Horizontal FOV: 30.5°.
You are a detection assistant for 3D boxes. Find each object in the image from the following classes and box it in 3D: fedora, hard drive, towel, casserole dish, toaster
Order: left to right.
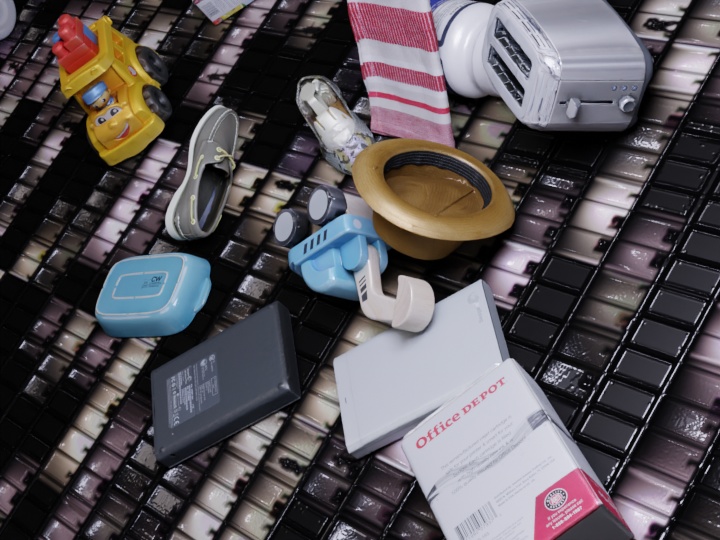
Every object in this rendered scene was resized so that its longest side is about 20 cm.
[{"bbox_3d":[-0.287,0.029,1.784,0.200,0.039,0.121,-3,58,37],"label":"casserole dish"},{"bbox_3d":[-0.167,0.137,1.606,0.200,0.033,0.140,-29,45,20],"label":"hard drive"},{"bbox_3d":[0.048,-0.247,1.609,0.023,0.200,0.144,-30,32,-31],"label":"towel"},{"bbox_3d":[0.065,0.108,1.442,0.200,0.026,0.132,-30,45,20],"label":"hard drive"},{"bbox_3d":[0.075,-0.070,1.489,0.201,0.200,0.082,-112,35,-45],"label":"fedora"},{"bbox_3d":[0.221,-0.236,1.459,0.129,0.114,0.200,-6,45,-20],"label":"toaster"}]

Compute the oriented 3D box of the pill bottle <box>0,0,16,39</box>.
[{"bbox_3d":[-0.757,-0.474,2.489,0.200,0.120,0.120,-6,56,37],"label":"pill bottle"}]

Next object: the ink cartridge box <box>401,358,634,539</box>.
[{"bbox_3d":[0.144,0.206,1.259,0.145,0.083,0.200,-39,42,10],"label":"ink cartridge box"}]

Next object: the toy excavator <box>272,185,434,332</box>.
[{"bbox_3d":[0.000,0.000,1.520,0.194,0.100,0.201,-31,59,41],"label":"toy excavator"}]

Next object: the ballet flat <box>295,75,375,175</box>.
[{"bbox_3d":[-0.040,-0.194,1.724,0.072,0.072,0.200,-40,43,9],"label":"ballet flat"}]

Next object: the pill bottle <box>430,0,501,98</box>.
[{"bbox_3d":[0.117,-0.274,1.618,0.200,0.116,0.116,23,76,46],"label":"pill bottle"}]

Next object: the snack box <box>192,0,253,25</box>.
[{"bbox_3d":[-0.171,-0.501,2.063,0.200,0.068,0.169,-29,45,21],"label":"snack box"}]

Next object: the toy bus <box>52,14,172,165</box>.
[{"bbox_3d":[-0.393,-0.289,1.998,0.136,0.192,0.200,-30,46,17],"label":"toy bus"}]

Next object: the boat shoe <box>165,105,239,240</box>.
[{"bbox_3d":[-0.204,-0.134,1.814,0.060,0.072,0.202,4,69,39],"label":"boat shoe"}]
